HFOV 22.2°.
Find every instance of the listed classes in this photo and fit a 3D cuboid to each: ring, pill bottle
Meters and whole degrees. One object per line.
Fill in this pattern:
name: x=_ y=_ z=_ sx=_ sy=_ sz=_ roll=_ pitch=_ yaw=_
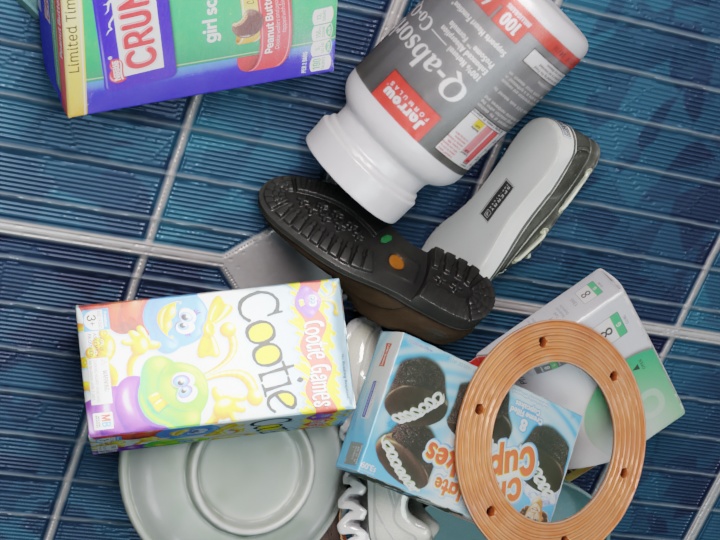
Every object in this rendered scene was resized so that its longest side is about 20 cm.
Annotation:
ring: x=0.153 y=0.139 z=1.495 sx=0.200 sy=0.019 sz=0.201 roll=0 pitch=91 yaw=-33
pill bottle: x=0.062 y=-0.136 z=1.366 sx=0.200 sy=0.116 sz=0.116 roll=-45 pitch=125 yaw=12

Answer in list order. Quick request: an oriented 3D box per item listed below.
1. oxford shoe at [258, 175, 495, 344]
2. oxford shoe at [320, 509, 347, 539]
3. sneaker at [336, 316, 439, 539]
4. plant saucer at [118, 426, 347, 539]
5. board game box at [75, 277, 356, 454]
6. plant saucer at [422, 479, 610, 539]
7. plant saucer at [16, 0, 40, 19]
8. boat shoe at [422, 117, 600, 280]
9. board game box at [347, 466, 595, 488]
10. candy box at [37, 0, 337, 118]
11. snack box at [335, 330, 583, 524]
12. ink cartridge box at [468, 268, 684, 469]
oxford shoe: x=0.000 y=0.000 z=1.438 sx=0.200 sy=0.073 sz=0.084 roll=34 pitch=142 yaw=-2
oxford shoe: x=-0.049 y=0.214 z=1.569 sx=0.071 sy=0.073 sz=0.200 roll=-12 pitch=116 yaw=12
sneaker: x=0.023 y=0.136 z=1.515 sx=0.081 sy=0.075 sz=0.200 roll=-4 pitch=93 yaw=26
plant saucer: x=-0.094 y=0.159 z=1.494 sx=0.200 sy=0.050 sz=0.200 roll=-1 pitch=94 yaw=-21
board game box: x=-0.113 y=0.075 z=1.414 sx=0.200 sy=0.103 sz=0.105 roll=-6 pitch=169 yaw=-8
plant saucer: x=0.119 y=0.236 z=1.621 sx=0.200 sy=0.036 sz=0.200 roll=-6 pitch=134 yaw=-6
plant saucer: x=-0.170 y=-0.255 z=1.267 sx=0.200 sy=0.019 sz=0.070 roll=-40 pitch=127 yaw=7
boat shoe: x=0.118 y=-0.032 z=1.482 sx=0.064 sy=0.071 sz=0.200 roll=19 pitch=120 yaw=-40
board game box: x=0.096 y=0.175 z=1.635 sx=0.200 sy=0.035 sz=0.136 roll=-31 pitch=127 yaw=2
candy box: x=-0.118 y=-0.208 z=1.262 sx=0.200 sy=0.077 sz=0.169 roll=-11 pitch=132 yaw=-17
snack box: x=0.083 y=0.137 z=1.481 sx=0.200 sy=0.037 sz=0.116 roll=25 pitch=77 yaw=-31
ink cartridge box: x=0.163 y=0.115 z=1.568 sx=0.200 sy=0.050 sz=0.161 roll=-36 pitch=127 yaw=-5
